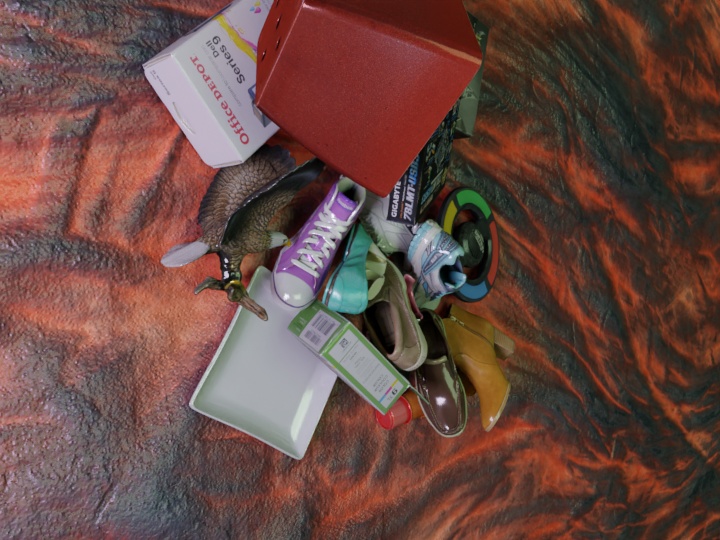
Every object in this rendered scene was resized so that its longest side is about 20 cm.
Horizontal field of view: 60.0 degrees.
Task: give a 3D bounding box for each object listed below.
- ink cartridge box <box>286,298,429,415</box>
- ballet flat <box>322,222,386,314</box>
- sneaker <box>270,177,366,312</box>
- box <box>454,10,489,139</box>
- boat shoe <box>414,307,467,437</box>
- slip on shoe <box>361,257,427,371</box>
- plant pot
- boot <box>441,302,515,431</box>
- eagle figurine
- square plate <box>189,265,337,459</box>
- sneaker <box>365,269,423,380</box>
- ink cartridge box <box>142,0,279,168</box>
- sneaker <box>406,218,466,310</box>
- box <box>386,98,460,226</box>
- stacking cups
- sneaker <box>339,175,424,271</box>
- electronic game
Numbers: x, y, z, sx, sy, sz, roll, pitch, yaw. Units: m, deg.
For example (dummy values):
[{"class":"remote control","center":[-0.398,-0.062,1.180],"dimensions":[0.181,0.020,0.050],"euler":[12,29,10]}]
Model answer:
[{"class":"ink cartridge box","center":[-0.001,0.131,0.854],"dimensions":[0.059,0.104,0.200],"euler":[-49,123,-9]},{"class":"ballet flat","center":[0.000,0.000,0.855],"dimensions":[0.201,0.069,0.068],"euler":[-73,-178,-60]},{"class":"sneaker","center":[-0.052,-0.046,0.820],"dimensions":[0.072,0.114,0.202],"euler":[29,55,-7]},{"class":"box","center":[0.138,-0.342,1.042],"dimensions":[0.157,0.048,0.203],"euler":[16,81,-40]},{"class":"boat shoe","center":[0.114,0.155,0.971],"dimensions":[0.075,0.074,0.205],"euler":[64,10,-64]},{"class":"slip on shoe","center":[0.028,0.049,0.882],"dimensions":[0.060,0.076,0.202],"euler":[20,40,-46]},{"class":"plant pot","center":[-0.011,-0.236,0.681],"dimensions":[0.174,0.200,0.202],"euler":[14,46,-24]},{"class":"boot","center":[0.176,0.155,1.036],"dimensions":[0.143,0.071,0.202],"euler":[26,47,-2]},{"class":"eagle figurine","center":[-0.132,-0.063,0.754],"dimensions":[0.151,0.150,0.203],"euler":[-16,125,-77]},{"class":"square plate","center":[-0.113,0.128,0.848],"dimensions":[0.200,0.028,0.200],"euler":[38,66,-36]},{"class":"sneaker","center":[0.057,0.090,0.955],"dimensions":[0.078,0.095,0.203],"euler":[-17,104,-41]},{"class":"ink cartridge box","center":[-0.142,-0.245,0.771],"dimensions":[0.200,0.087,0.146],"euler":[-48,121,-28]},{"class":"sneaker","center":[0.118,0.016,0.970],"dimensions":[0.078,0.086,0.201],"euler":[-43,152,-23]},{"class":"box","center":[0.095,-0.189,0.878],"dimensions":[0.200,0.049,0.201],"euler":[-49,151,-59]},{"class":"stacking cups","center":[0.114,0.212,1.030],"dimensions":[0.198,0.060,0.061],"euler":[-16,102,-40]},{"class":"sneaker","center":[0.035,-0.071,0.948],"dimensions":[0.200,0.075,0.082],"euler":[40,75,-35]},{"class":"electronic game","center":[0.190,-0.045,1.088],"dimensions":[0.199,0.041,0.203],"euler":[6,81,-49]}]
